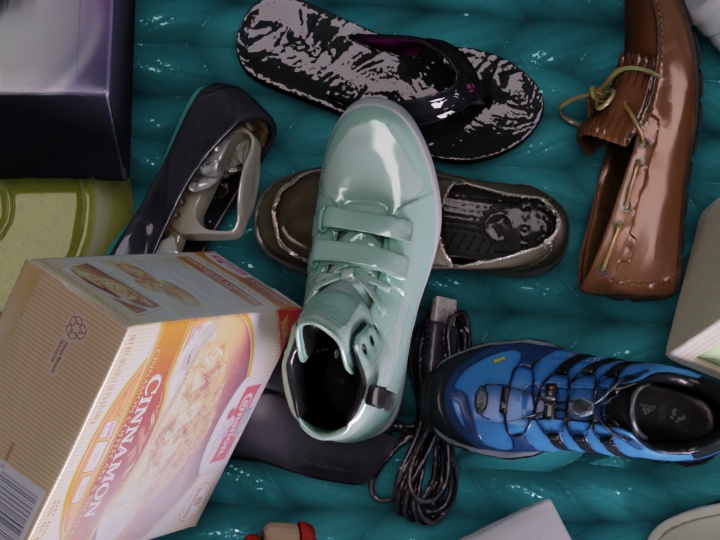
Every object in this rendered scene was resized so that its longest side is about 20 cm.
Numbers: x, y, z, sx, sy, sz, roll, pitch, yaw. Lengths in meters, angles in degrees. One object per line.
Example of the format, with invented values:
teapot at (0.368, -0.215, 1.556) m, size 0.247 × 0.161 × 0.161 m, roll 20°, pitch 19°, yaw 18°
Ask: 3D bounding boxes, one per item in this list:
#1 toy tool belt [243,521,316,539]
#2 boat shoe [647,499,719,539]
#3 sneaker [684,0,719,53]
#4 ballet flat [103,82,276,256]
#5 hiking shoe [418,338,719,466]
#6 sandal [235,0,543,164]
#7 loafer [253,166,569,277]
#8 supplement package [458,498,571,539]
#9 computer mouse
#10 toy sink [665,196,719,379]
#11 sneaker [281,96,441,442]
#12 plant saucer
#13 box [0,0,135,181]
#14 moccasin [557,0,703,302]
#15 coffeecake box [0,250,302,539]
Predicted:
toy tool belt at (-0.092, 0.243, 1.146) m, size 0.122 × 0.125 × 0.202 m, roll 5°, pitch 81°, yaw -9°
boat shoe at (0.273, 0.158, 1.191) m, size 0.198 × 0.066 × 0.075 m, roll -14°, pitch 98°, yaw 23°
sneaker at (0.293, -0.205, 1.255) m, size 0.088 × 0.075 × 0.200 m, roll 43°, pitch 82°, yaw -13°
ballet flat at (-0.108, -0.021, 1.206) m, size 0.073 × 0.073 × 0.201 m, roll 26°, pitch 80°, yaw 3°
hiking shoe at (0.136, 0.075, 1.181) m, size 0.198 × 0.087 × 0.075 m, roll 3°, pitch 80°, yaw -10°
sandal at (0.017, -0.119, 1.238) m, size 0.199 × 0.048 × 0.076 m, roll 16°, pitch 81°, yaw 2°
loafer at (0.035, -0.034, 1.209) m, size 0.198 × 0.070 × 0.076 m, roll -1°, pitch 81°, yaw -7°
supplement package at (0.090, 0.252, 1.139) m, size 0.113 × 0.110 × 0.201 m, roll -24°, pitch 83°, yaw -26°
computer mouse at (-0.032, 0.074, 1.206) m, size 0.198 × 0.053 × 0.140 m, roll 8°, pitch 82°, yaw 0°
toy sink at (0.301, 0.027, 1.160) m, size 0.199 × 0.130 × 0.113 m, roll 21°, pitch 69°, yaw -8°
sneaker at (0.000, 0.000, 1.121) m, size 0.073 × 0.118 × 0.202 m, roll 4°, pitch 92°, yaw 11°
plant saucer at (-0.241, -0.037, 1.229) m, size 0.198 × 0.031 × 0.202 m, roll 0°, pitch 82°, yaw -2°
box at (-0.236, -0.167, 1.183) m, size 0.197 × 0.123 × 0.202 m, roll 0°, pitch 68°, yaw -3°
moccasin at (0.165, -0.083, 1.228) m, size 0.077 × 0.074 × 0.203 m, roll 7°, pitch 91°, yaw -10°
coffeecake box at (-0.133, 0.074, 1.090) m, size 0.073 × 0.200 × 0.154 m, roll 31°, pitch 104°, yaw 20°
